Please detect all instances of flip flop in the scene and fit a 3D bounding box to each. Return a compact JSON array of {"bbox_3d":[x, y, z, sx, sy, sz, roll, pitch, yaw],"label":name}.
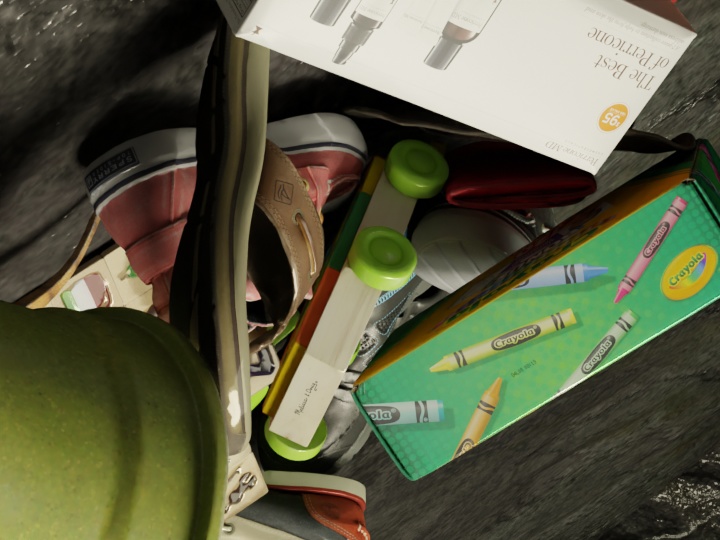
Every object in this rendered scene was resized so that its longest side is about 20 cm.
[{"bbox_3d":[-0.043,-0.022,0.880,0.057,0.202,0.081,9,164,-16],"label":"flip flop"}]

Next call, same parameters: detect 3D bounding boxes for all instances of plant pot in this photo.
[{"bbox_3d":[-0.184,0.078,0.800,0.200,0.201,0.184,-45,134,18],"label":"plant pot"}]

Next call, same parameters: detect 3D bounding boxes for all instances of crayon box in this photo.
[{"bbox_3d":[0.099,0.018,1.043,0.199,0.058,0.119,-33,-175,17],"label":"crayon box"}]

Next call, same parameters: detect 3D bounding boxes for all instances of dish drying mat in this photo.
[{"bbox_3d":[0.081,-0.052,1.121,0.076,0.018,0.200,-4,-170,2],"label":"dish drying mat"}]

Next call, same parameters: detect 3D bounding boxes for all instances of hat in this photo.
[{"bbox_3d":[0.079,-0.104,1.063,0.200,0.199,0.082,-4,99,-62],"label":"hat"}]

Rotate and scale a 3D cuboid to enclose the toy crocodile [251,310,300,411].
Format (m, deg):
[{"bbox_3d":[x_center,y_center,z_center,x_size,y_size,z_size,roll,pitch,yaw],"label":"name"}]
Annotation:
[{"bbox_3d":[-0.083,0.068,1.208,0.062,0.068,0.200,-30,161,-28],"label":"toy crocodile"}]

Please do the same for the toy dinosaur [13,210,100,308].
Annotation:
[{"bbox_3d":[-0.189,0.040,0.932,0.199,0.060,0.106,-23,155,-44],"label":"toy dinosaur"}]

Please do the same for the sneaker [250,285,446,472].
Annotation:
[{"bbox_3d":[-0.017,0.048,1.288,0.200,0.071,0.099,-44,164,-23],"label":"sneaker"}]

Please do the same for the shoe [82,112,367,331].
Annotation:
[{"bbox_3d":[-0.048,-0.018,0.995,0.071,0.092,0.200,-29,170,29],"label":"shoe"}]

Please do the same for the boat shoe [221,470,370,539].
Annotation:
[{"bbox_3d":[-0.093,0.150,1.188,0.198,0.063,0.071,3,154,-6],"label":"boat shoe"}]

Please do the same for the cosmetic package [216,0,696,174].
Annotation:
[{"bbox_3d":[0.042,-0.110,0.877,0.199,0.051,0.083,17,121,-34],"label":"cosmetic package"}]

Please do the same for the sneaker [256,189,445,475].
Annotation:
[{"bbox_3d":[-0.014,0.029,1.211,0.201,0.073,0.082,-65,155,-3],"label":"sneaker"}]

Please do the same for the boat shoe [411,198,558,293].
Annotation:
[{"bbox_3d":[0.076,-0.021,1.196,0.200,0.071,0.072,43,57,-73],"label":"boat shoe"}]

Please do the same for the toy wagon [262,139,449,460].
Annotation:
[{"bbox_3d":[0.000,0.000,1.089,0.201,0.039,0.156,-69,-176,-45],"label":"toy wagon"}]

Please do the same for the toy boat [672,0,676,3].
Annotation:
[{"bbox_3d":[0.153,-0.179,0.943,0.130,0.131,0.200,-14,152,-31],"label":"toy boat"}]

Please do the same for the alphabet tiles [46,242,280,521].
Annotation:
[{"bbox_3d":[-0.116,0.075,1.088,0.167,0.008,0.201,-33,132,-17],"label":"alphabet tiles"}]
